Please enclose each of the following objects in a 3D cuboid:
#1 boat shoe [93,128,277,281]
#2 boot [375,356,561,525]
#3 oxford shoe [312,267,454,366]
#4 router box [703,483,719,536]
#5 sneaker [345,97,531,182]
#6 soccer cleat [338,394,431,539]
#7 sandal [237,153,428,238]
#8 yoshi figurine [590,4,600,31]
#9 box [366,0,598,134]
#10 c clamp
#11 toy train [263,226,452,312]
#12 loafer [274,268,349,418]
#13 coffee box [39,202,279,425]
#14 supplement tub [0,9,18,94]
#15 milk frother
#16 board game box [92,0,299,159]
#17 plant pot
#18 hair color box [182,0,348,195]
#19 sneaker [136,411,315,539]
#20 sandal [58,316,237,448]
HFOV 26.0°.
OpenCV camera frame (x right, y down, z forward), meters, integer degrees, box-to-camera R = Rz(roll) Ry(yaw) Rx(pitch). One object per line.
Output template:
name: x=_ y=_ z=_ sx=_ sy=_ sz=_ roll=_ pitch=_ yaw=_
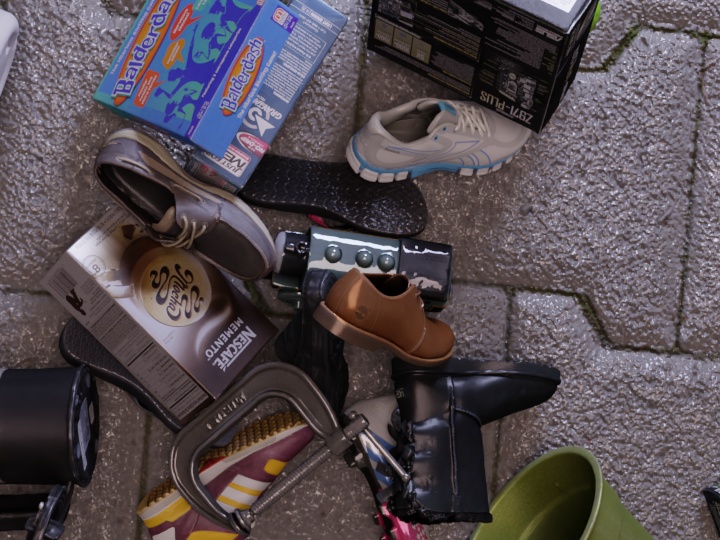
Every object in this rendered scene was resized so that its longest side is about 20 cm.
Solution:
boat shoe: x=-0.172 y=-0.049 z=1.469 sx=0.200 sy=0.073 sz=0.075 roll=35 pitch=124 yaw=0
boot: x=0.111 y=0.171 z=1.552 sx=0.198 sy=0.073 sz=0.163 roll=5 pitch=75 yaw=-23
oxford shoe: x=0.040 y=0.042 z=1.462 sx=0.071 sy=0.200 sz=0.071 roll=36 pitch=99 yaw=33
router box: x=0.468 y=0.295 z=1.636 sx=0.149 sy=0.062 sz=0.201 roll=-22 pitch=94 yaw=-7
sneaker: x=0.089 y=-0.140 z=1.551 sx=0.199 sy=0.087 sz=0.075 roll=-13 pitch=67 yaw=-21
soccer cleat: x=0.048 y=0.219 z=1.578 sx=0.086 sy=0.070 sz=0.201 roll=-26 pitch=97 yaw=-17
sandal: x=-0.028 y=-0.074 z=1.578 sx=0.199 sy=0.045 sz=0.075 roll=12 pitch=64 yaw=6
yoshi figurine: x=0.167 y=-0.294 z=1.569 sx=0.200 sy=0.112 sz=0.112 roll=46 pitch=79 yaw=-9
box: x=0.117 y=-0.248 z=1.499 sx=0.200 sy=0.164 sz=0.086 roll=27 pitch=62 yaw=12
c clamp: x=-0.081 y=0.182 z=1.492 sx=0.200 sy=0.027 sz=0.171 roll=-35 pitch=86 yaw=10
toy train: x=0.000 y=0.000 z=1.539 sx=0.199 sy=0.114 sz=0.086 roll=10 pitch=74 yaw=-8
loafer: x=-0.050 y=0.074 z=1.514 sx=0.070 sy=0.201 sz=0.068 roll=10 pitch=49 yaw=9
coffee box: x=-0.194 y=0.035 z=1.513 sx=0.200 sy=0.080 sz=0.113 roll=45 pitch=50 yaw=-5
supplement tub: x=-0.438 y=-0.215 z=1.477 sx=0.199 sy=0.132 sz=0.132 roll=20 pitch=88 yaw=-8
milk frother: x=-0.352 y=0.185 z=1.449 sx=0.187 sy=0.200 sz=0.181 roll=-1 pitch=100 yaw=3
board game box: x=-0.161 y=-0.201 z=1.484 sx=0.045 sy=0.200 sz=0.152 roll=31 pitch=86 yaw=-39
plant pot: x=0.233 y=0.311 z=1.556 sx=0.190 sy=0.200 sz=0.200 roll=38 pitch=86 yaw=-18
hair color box: x=-0.095 y=-0.170 z=1.524 sx=0.060 sy=0.100 sz=0.200 roll=32 pitch=78 yaw=-7
sneaker: x=-0.120 y=0.219 z=1.559 sx=0.200 sy=0.075 sz=0.090 roll=-30 pitch=101 yaw=1
sandal: x=-0.208 y=0.107 z=1.555 sx=0.200 sy=0.043 sz=0.076 roll=35 pitch=58 yaw=-6
